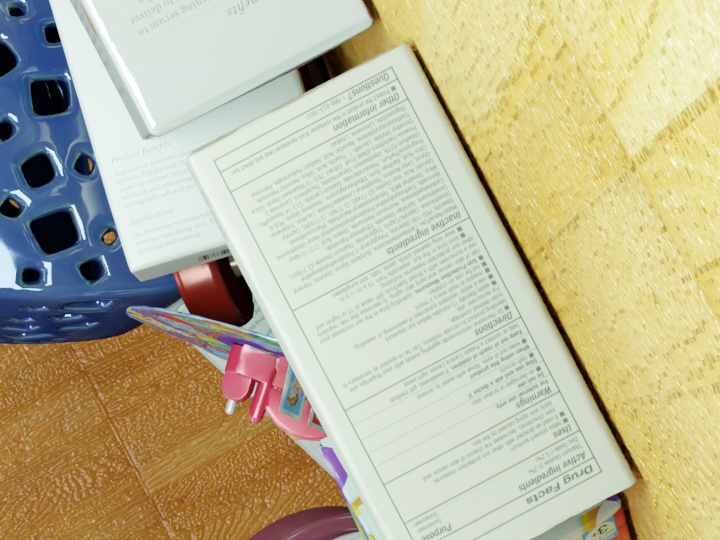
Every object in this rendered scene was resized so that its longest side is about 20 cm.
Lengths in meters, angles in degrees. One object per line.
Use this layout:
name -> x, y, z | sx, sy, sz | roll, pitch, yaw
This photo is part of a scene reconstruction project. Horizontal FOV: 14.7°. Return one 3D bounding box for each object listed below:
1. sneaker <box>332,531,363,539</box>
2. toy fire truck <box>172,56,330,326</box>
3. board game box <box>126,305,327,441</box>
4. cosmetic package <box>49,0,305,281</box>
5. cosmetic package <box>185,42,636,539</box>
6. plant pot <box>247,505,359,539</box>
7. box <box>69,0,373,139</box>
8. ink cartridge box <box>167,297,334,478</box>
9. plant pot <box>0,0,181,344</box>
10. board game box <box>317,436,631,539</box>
sneaker -> 0.059, 0.209, 1.599 | 0.200, 0.076, 0.114 | 14, -168, -29
toy fire truck -> -0.054, -0.072, 1.482 | 0.168, 0.112, 0.200 | -82, -31, -65
board game box -> -0.034, 0.069, 1.446 | 0.158, 0.039, 0.200 | 11, 168, 42
cosmetic package -> -0.087, -0.106, 1.337 | 0.085, 0.107, 0.200 | 109, 146, -86
cosmetic package -> 0.018, 0.019, 1.133 | 0.200, 0.103, 0.073 | 63, 177, -3
plant pot -> 0.011, 0.261, 1.803 | 0.200, 0.200, 0.179 | 63, 161, -13
box -> -0.092, -0.168, 1.216 | 0.200, 0.106, 0.152 | 63, 175, -5
ink cartridge box -> -0.040, 0.044, 1.748 | 0.200, 0.084, 0.145 | 45, -177, -22
plant pot -> -0.219, -0.055, 1.625 | 0.200, 0.180, 0.200 | 154, 105, -68
board game box -> 0.067, 0.139, 1.294 | 0.103, 0.105, 0.200 | 59, 175, 33
